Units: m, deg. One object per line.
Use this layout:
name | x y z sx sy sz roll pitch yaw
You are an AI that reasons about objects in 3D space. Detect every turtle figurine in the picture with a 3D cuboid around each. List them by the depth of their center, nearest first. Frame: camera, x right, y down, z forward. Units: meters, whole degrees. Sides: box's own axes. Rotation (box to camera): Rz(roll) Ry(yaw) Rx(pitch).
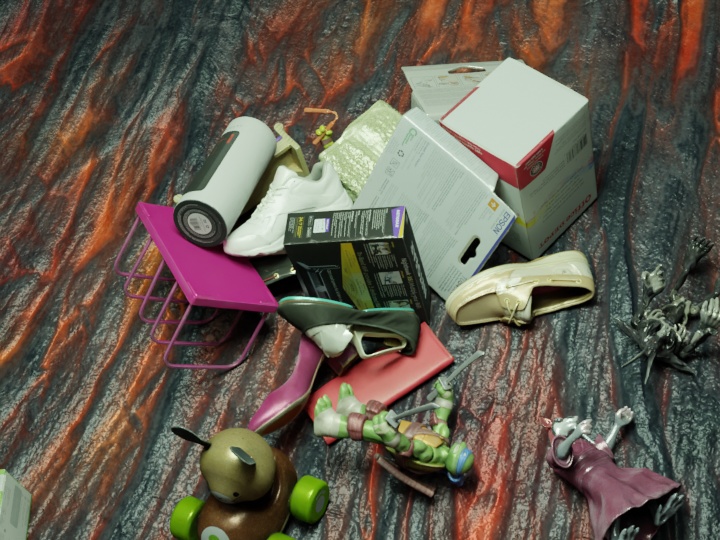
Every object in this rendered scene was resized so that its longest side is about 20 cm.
turtle figurine | 0.049 0.162 1.409 0.192 0.201 0.144 9 46 24
turtle figurine | -0.016 -0.149 1.713 0.198 0.064 0.162 24 72 6

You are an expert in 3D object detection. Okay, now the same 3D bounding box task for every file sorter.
file sorter | -0.233 0.025 1.591 0.126 0.138 0.200 -58 48 25

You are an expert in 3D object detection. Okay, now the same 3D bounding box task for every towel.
towel | 0.052 -0.137 1.660 0.200 0.037 0.148 42 75 6

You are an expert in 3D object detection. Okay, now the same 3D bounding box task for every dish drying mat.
dish drying mat | 0.022 0.147 1.527 0.199 0.018 0.077 -32 53 -9

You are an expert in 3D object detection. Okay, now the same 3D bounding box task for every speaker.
speaker | -0.183 -0.125 1.604 0.080 0.082 0.201 5 42 18

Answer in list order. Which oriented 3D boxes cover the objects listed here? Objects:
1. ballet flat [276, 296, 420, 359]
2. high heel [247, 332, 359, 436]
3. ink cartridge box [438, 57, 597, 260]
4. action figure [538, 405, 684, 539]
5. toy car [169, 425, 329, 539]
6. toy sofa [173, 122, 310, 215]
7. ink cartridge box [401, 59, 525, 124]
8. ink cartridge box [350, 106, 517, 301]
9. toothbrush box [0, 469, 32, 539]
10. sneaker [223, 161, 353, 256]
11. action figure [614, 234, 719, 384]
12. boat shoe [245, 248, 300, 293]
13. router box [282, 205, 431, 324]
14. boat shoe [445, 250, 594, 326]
ballet flat | -0.010 0.076 1.490 0.198 0.068 0.069 6 65 -21
high heel | -0.093 0.128 1.495 0.096 0.068 0.200 43 61 12
ink cartridge box | 0.216 -0.147 1.568 0.145 0.201 0.144 -42 54 -18
action figure | 0.277 0.242 1.362 0.200 0.133 0.150 39 114 46
toy car | -0.152 0.253 1.383 0.163 0.201 0.159 16 60 25
toy sofa | -0.181 -0.132 1.738 0.199 0.083 0.098 -37 56 -12
ink cartridge box | 0.172 -0.255 1.721 0.198 0.045 0.177 -5 31 -9
ink cartridge box | 0.099 -0.081 1.538 0.200 0.200 0.041 43 45 11
toothbrush box | -0.536 0.350 1.491 0.198 0.086 0.147 -9 54 8
sneaker | -0.111 -0.090 1.599 0.199 0.100 0.078 -30 22 -24
action figure | 0.397 0.043 1.448 0.118 0.102 0.200 32 66 19
boat shoe | -0.062 -0.006 1.629 0.199 0.074 0.064 -10 75 2
router box | 0.000 0.000 1.521 0.155 0.201 0.053 -3 54 13
boat shoe | 0.211 0.034 1.519 0.198 0.074 0.070 -19 48 1
